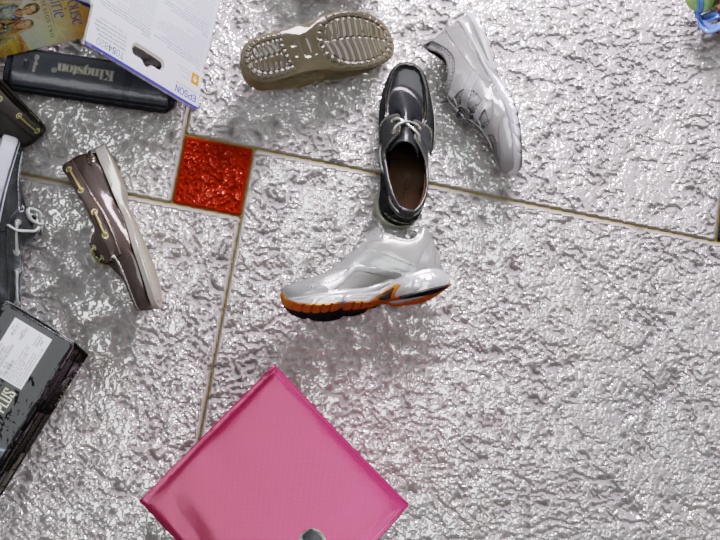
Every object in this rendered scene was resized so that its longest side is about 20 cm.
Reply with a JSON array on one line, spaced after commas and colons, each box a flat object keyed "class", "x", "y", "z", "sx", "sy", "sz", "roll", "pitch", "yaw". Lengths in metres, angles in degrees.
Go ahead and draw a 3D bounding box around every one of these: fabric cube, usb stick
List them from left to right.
[{"class": "usb stick", "x": -0.312, "y": -0.221, "z": 1.492, "sx": 0.198, "sy": 0.033, "sz": 0.056, "roll": 8, "pitch": 77, "yaw": -5}, {"class": "fabric cube", "x": -0.092, "y": 0.243, "z": 1.363, "sx": 0.196, "sy": 0.200, "sz": 0.199, "roll": -44, "pitch": 88, "yaw": -10}]

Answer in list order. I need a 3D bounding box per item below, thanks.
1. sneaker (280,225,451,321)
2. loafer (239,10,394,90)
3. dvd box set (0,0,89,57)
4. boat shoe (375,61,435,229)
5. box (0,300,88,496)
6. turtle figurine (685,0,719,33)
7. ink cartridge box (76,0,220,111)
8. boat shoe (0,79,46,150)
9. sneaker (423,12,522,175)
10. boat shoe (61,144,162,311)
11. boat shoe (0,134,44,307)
[{"class": "sneaker", "x": 0.000, "y": 0.000, "z": 1.483, "sx": 0.198, "sy": 0.076, "sz": 0.093, "roll": -9, "pitch": 75, "yaw": -16}, {"class": "loafer", "x": -0.056, "y": -0.257, "z": 1.514, "sx": 0.198, "sy": 0.067, "sz": 0.077, "roll": -11, "pitch": 86, "yaw": -24}, {"class": "dvd box set", "x": -0.392, "y": -0.301, "z": 1.422, "sx": 0.198, "sy": 0.147, "sz": 0.030, "roll": -15, "pitch": 55, "yaw": -11}, {"class": "boat shoe", "x": 0.056, "y": -0.152, "z": 1.510, "sx": 0.071, "sy": 0.068, "sz": 0.202, "roll": 5, "pitch": 78, "yaw": -4}, {"class": "box", "x": -0.383, "y": 0.145, "z": 1.362, "sx": 0.086, "sy": 0.164, "sz": 0.201, "roll": 30, "pitch": 80, "yaw": -1}, {"class": "turtle figurine", "x": 0.486, "y": -0.395, "z": 1.559, "sx": 0.192, "sy": 0.144, "sz": 0.202, "roll": -10, "pitch": 86, "yaw": -12}, {"class": "ink cartridge box", "x": -0.236, "y": -0.307, "z": 1.443, "sx": 0.040, "sy": 0.199, "sz": 0.202, "roll": 3, "pitch": 75, "yaw": 33}, {"class": "boat shoe", "x": -0.423, "y": -0.215, "z": 1.418, "sx": 0.060, "sy": 0.072, "sz": 0.202, "roll": -33, "pitch": 129, "yaw": -5}, {"class": "sneaker", "x": 0.138, "y": -0.202, "z": 1.534, "sx": 0.081, "sy": 0.075, "sz": 0.201, "roll": -21, "pitch": 78, "yaw": 5}, {"class": "boat shoe", "x": -0.279, "y": -0.042, "z": 1.452, "sx": 0.059, "sy": 0.072, "sz": 0.201, "roll": -21, "pitch": 81, "yaw": -3}, {"class": "boat shoe", "x": -0.386, "y": -0.047, "z": 1.427, "sx": 0.067, "sy": 0.074, "sz": 0.201, "roll": 8, "pitch": 92, "yaw": -15}]
